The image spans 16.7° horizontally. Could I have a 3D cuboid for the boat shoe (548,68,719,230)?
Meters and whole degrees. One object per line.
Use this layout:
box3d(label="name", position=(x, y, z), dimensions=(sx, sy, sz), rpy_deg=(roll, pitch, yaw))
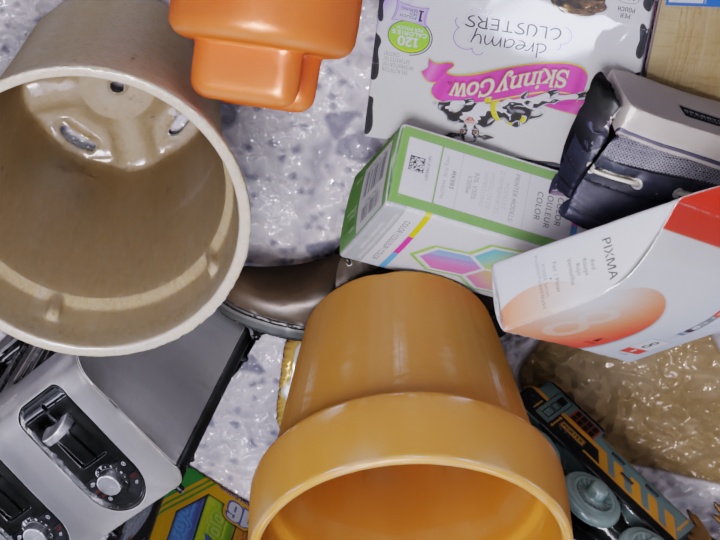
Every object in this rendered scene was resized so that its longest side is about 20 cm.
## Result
box3d(label="boat shoe", position=(0.210, -0.052, 1.516), dimensions=(0.200, 0.075, 0.093), rpy_deg=(19, 117, -19))

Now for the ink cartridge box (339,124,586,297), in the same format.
box3d(label="ink cartridge box", position=(0.098, -0.025, 1.569), dimensions=(0.200, 0.059, 0.104), rpy_deg=(15, 159, -12))

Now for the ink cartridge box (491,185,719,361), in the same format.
box3d(label="ink cartridge box", position=(0.204, 0.001, 1.479), dimensions=(0.200, 0.050, 0.162), rpy_deg=(-17, 162, 32))

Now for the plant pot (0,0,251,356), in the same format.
box3d(label="plant pot", position=(-0.161, -0.079, 1.543), dimensions=(0.200, 0.184, 0.201), rpy_deg=(1, 121, 2))

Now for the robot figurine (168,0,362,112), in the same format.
box3d(label="robot figurine", position=(-0.050, -0.197, 1.461), dimensions=(0.144, 0.117, 0.200), rpy_deg=(8, 91, -37))

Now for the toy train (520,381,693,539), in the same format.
box3d(label="toy train", position=(0.153, 0.161, 1.659), dimensions=(0.200, 0.114, 0.085), rpy_deg=(42, 123, 12))

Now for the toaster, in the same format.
box3d(label="toaster", position=(-0.178, 0.088, 1.665), dimensions=(0.119, 0.200, 0.181), rpy_deg=(45, 126, -15))

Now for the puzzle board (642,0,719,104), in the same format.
box3d(label="puzzle board", position=(0.251, -0.151, 1.511), dimensions=(0.151, 0.017, 0.200), rpy_deg=(0, 123, -12))

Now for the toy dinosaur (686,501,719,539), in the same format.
box3d(label="toy dinosaur", position=(0.231, 0.212, 1.754), dimensions=(0.200, 0.060, 0.106), rpy_deg=(38, 133, -3))

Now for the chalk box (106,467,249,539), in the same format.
box3d(label="chalk box", position=(-0.132, 0.259, 1.748), dimensions=(0.124, 0.200, 0.125), rpy_deg=(33, 122, -12))

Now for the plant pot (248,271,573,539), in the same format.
box3d(label="plant pot", position=(0.028, 0.108, 1.561), dimensions=(0.200, 0.183, 0.200), rpy_deg=(-1, 139, -1))

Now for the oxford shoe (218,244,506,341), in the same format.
box3d(label="oxford shoe", position=(0.000, 0.000, 1.645), dimensions=(0.200, 0.073, 0.084), rpy_deg=(-3, 119, -3))

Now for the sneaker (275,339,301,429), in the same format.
box3d(label="sneaker", position=(-0.018, 0.132, 1.720), dimensions=(0.088, 0.075, 0.200), rpy_deg=(8, 119, 1))

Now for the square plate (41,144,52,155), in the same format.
box3d(label="square plate", position=(-0.310, -0.054, 1.663), dimensions=(0.198, 0.028, 0.200), rpy_deg=(-38, 110, 13))

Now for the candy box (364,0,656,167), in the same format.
box3d(label="candy box", position=(0.097, -0.169, 1.516), dimensions=(0.168, 0.072, 0.200), rpy_deg=(9, 123, 4))
